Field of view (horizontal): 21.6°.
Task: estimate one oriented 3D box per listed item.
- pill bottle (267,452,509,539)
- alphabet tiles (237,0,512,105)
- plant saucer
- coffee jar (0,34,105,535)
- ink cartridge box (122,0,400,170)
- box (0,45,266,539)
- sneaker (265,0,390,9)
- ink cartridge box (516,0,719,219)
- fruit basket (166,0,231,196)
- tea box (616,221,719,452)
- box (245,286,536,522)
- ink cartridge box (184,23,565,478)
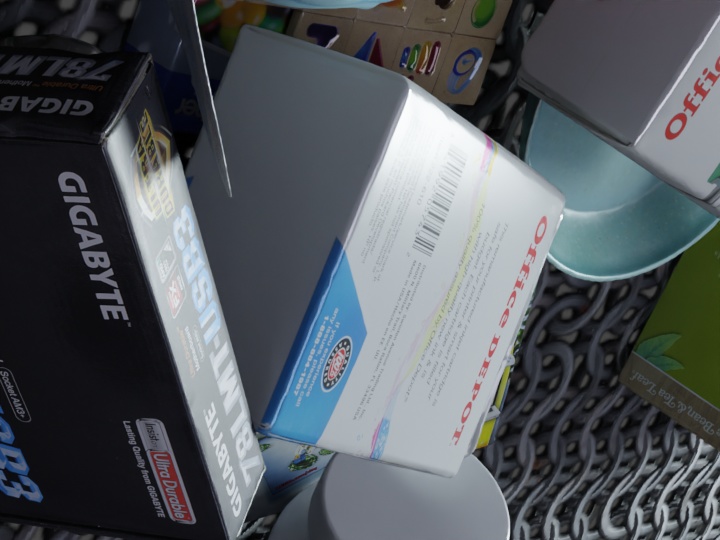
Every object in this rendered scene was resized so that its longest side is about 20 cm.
[{"bbox_3d":[-0.002,0.174,0.951,0.115,0.116,0.201,-22,151,-34],"label":"pill bottle"},{"bbox_3d":[0.012,-0.154,0.797,0.199,0.008,0.168,0,116,-47],"label":"alphabet tiles"},{"bbox_3d":[0.150,-0.090,0.975,0.199,0.036,0.201,-23,132,-29],"label":"plant saucer"},{"bbox_3d":[-0.123,0.011,0.769,0.104,0.085,0.201,-47,143,-34],"label":"coffee jar"},{"bbox_3d":[-0.034,-0.123,0.807,0.119,0.042,0.201,4,116,-47],"label":"ink cartridge box"},{"bbox_3d":[-0.147,0.010,0.666,0.201,0.197,0.050,79,25,-43],"label":"box"},{"bbox_3d":[0.015,-0.146,0.761,0.200,0.082,0.074,-18,88,-57],"label":"sneaker"},{"bbox_3d":[0.188,-0.102,0.909,0.199,0.084,0.147,24,101,-49],"label":"ink cartridge box"},{"bbox_3d":[-0.065,-0.155,0.617,0.093,0.200,0.186,-16,131,-10],"label":"fruit basket"},{"bbox_3d":[0.299,0.028,1.186,0.199,0.133,0.198,12,109,-50],"label":"tea box"},{"bbox_3d":[0.004,0.045,0.968,0.199,0.038,0.137,-12,125,-41],"label":"box"},{"bbox_3d":[0.000,0.000,0.805,0.200,0.084,0.145,25,87,-63],"label":"ink cartridge box"}]
